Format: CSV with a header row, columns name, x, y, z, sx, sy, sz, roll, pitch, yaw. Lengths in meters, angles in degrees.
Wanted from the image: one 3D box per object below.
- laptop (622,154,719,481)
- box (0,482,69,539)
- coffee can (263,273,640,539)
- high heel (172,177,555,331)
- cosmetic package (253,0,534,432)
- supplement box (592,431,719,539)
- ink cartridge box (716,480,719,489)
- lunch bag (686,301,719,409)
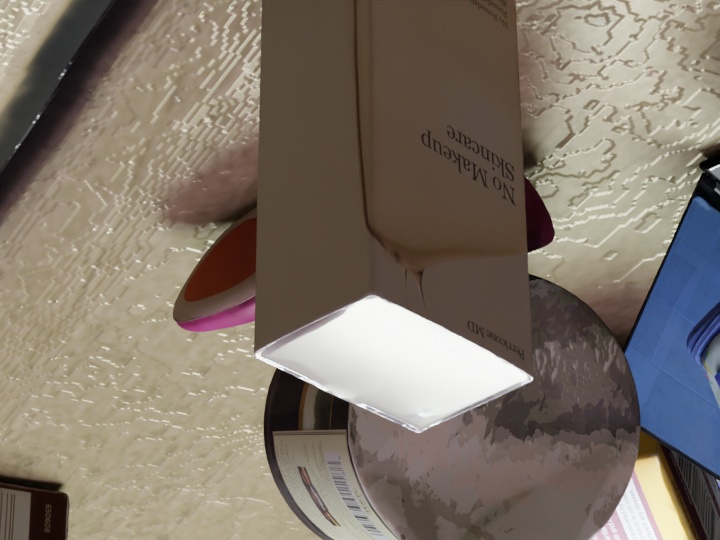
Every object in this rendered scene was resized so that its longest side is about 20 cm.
name,x,y,z,sx,sy,sz,roll,pitch,yaw
laptop,0.253,0.020,1.177,0.199,0.116,0.187,-24,143,31
box,-0.294,0.243,1.466,0.165,0.165,0.200,11,147,-20
coffee can,0.041,0.079,1.164,0.145,0.147,0.200,7,174,-14
high heel,0.000,0.000,1.172,0.199,0.068,0.096,-26,131,28
cosmetic package,0.014,-0.045,0.975,0.073,0.201,0.103,-28,141,36
supplement box,0.105,0.144,1.347,0.199,0.103,0.131,-13,122,19
ink cartridge box,0.214,0.175,1.455,0.199,0.047,0.198,-24,126,26
lunch bag,0.249,0.013,1.058,0.160,0.083,0.200,-17,161,-17
